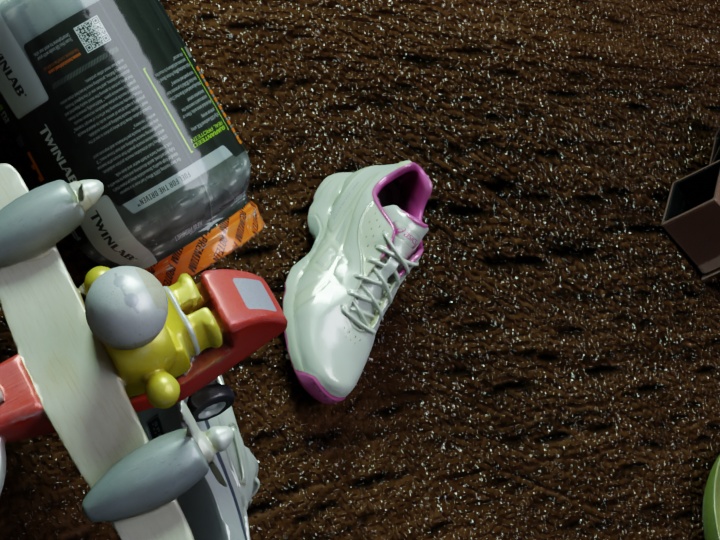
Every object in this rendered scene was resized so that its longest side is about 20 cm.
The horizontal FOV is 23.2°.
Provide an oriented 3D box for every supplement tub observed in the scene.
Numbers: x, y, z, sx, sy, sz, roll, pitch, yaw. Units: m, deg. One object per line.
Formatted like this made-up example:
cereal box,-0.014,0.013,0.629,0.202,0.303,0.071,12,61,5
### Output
supplement tub,-0.149,-0.090,1.090,0.201,0.122,0.122,60,37,-7

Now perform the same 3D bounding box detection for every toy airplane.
toy airplane,-0.151,0.046,0.966,0.199,0.141,0.200,25,54,-5

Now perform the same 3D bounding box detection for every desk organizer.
desk organizer,0.365,-0.093,1.759,0.077,0.072,0.200,46,41,-20

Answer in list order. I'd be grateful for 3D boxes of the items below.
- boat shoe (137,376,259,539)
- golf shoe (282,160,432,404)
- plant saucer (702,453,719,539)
boat shoe,-0.096,0.127,1.086,0.066,0.072,0.201,-3,65,-46
golf shoe,0.000,0.000,1.249,0.075,0.091,0.201,38,47,-34
plant saucer,0.368,0.252,1.608,0.200,0.031,0.201,28,51,-40
